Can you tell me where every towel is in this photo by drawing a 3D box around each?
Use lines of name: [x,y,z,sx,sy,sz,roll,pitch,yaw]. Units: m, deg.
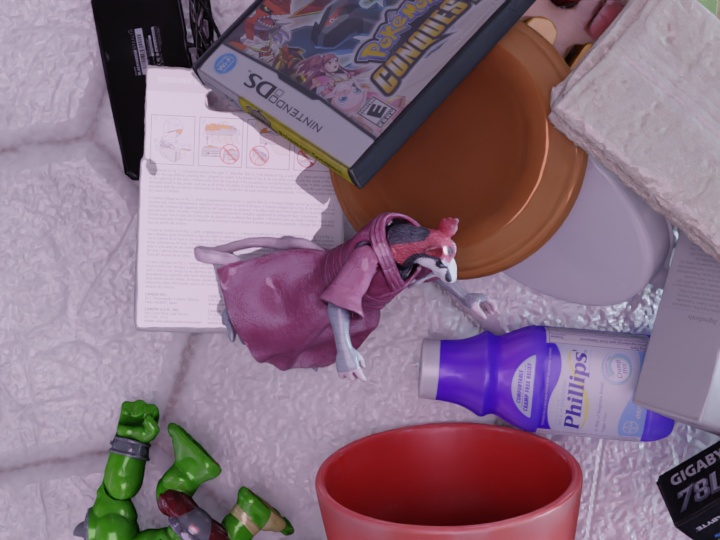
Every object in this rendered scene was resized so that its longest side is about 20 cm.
towel: [0.238,-0.097,1.015,0.200,0.034,0.133,41,82,0]

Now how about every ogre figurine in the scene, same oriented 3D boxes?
ogre figurine: [-0.138,0.205,1.142,0.200,0.098,0.120,43,84,-15]

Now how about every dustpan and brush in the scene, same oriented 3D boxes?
dustpan and brush: [0.205,-0.007,1.116,0.200,0.057,0.140,39,132,-4]

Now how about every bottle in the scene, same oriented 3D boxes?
bottle: [0.145,0.084,1.134,0.199,0.065,0.084,6,98,1]

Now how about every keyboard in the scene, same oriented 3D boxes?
keyboard: [-0.150,-0.174,1.132,0.103,0.040,0.201,-4,103,20]

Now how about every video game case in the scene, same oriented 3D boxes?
video game case: [0.003,-0.174,1.052,0.180,0.026,0.200,35,77,35]

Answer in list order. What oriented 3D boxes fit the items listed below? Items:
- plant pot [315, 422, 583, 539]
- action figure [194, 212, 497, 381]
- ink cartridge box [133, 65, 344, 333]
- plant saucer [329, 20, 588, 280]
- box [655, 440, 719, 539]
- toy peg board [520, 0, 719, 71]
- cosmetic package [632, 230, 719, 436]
plant pot: [0.069,0.232,1.103,0.199,0.201,0.179,-3,107,2]
action figure: [0.000,0.000,1.037,0.200,0.134,0.150,-35,79,42]
ink cartridge box: [-0.092,-0.052,1.127,0.160,0.050,0.201,2,91,-8]
plant saucer: [0.065,-0.093,1.060,0.199,0.037,0.202,0,91,21]
box: [0.351,0.157,1.071,0.200,0.050,0.198,-37,134,21]
toy peg board: [0.195,-0.157,1.090,0.199,0.098,0.200,34,96,-2]
cosmetic package: [0.281,0.021,1.081,0.101,0.074,0.201,21,85,-36]
